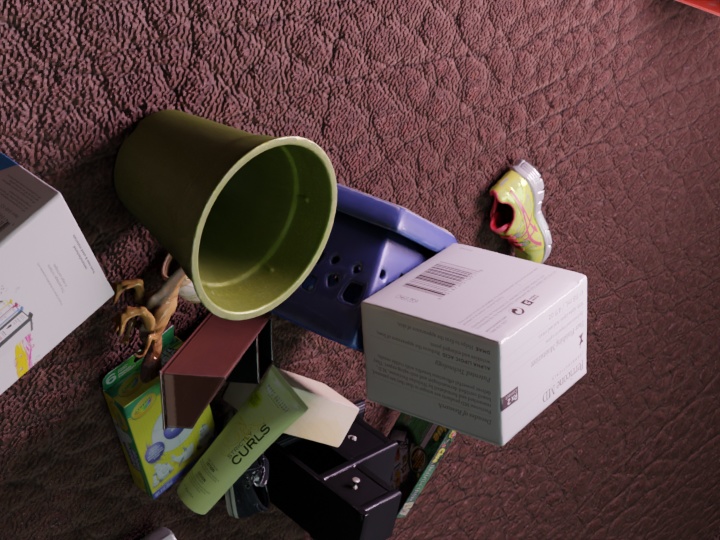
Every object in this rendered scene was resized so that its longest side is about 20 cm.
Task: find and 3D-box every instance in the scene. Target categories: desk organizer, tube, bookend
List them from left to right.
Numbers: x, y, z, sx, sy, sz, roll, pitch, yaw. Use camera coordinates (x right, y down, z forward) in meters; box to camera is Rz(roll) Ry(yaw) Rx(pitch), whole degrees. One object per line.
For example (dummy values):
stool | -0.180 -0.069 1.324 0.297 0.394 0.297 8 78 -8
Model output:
desk organizer | -0.164 0.113 1.492 0.200 0.076 0.073 -58 149 -67
tube | -0.150 0.214 1.588 0.058 0.052 0.200 38 102 -16
bookend | -0.005 0.296 1.810 0.197 0.199 0.093 -17 128 -43

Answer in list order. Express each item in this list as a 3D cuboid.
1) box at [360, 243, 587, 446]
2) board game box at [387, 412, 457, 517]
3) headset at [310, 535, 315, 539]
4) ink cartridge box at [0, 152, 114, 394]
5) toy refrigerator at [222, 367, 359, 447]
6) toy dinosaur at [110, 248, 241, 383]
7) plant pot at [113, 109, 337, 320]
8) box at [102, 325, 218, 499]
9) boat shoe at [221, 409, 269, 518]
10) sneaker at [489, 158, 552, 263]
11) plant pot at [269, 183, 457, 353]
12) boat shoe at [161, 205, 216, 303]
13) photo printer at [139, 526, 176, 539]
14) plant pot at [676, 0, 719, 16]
box | 0.134 0.079 1.492 0.198 0.198 0.133 -31 126 -44
board game box | 0.082 0.266 1.942 0.023 0.105 0.201 8 123 -35
headset | -0.014 0.389 1.999 0.124 0.094 0.200 -48 129 -8
ink cartridge box | -0.366 0.012 1.193 0.200 0.146 0.146 -43 143 -21
toy refrigerator | -0.092 0.182 1.725 0.071 0.076 0.199 -60 146 2
toy dinosaur | -0.226 0.034 1.438 0.105 0.061 0.201 5 126 -39
plant pot | -0.159 -0.080 1.348 0.199 0.189 0.202 -32 137 -35
box | -0.241 0.171 1.556 0.117 0.048 0.202 -38 138 -29
boat shoe | -0.152 0.256 1.693 0.075 0.061 0.202 -88 177 -46
sneaker | 0.235 -0.074 1.963 0.090 0.078 0.202 -34 133 -19
plant pot | 0.000 0.000 1.611 0.199 0.198 0.182 22 90 -55
boat shoe | -0.157 -0.056 1.470 0.201 0.073 0.069 -57 151 -3
photo printer | -0.291 0.447 1.613 0.199 0.069 0.168 -29 98 -35
plant pot | 0.586 -0.503 1.994 0.176 0.198 0.203 -15 127 -58
